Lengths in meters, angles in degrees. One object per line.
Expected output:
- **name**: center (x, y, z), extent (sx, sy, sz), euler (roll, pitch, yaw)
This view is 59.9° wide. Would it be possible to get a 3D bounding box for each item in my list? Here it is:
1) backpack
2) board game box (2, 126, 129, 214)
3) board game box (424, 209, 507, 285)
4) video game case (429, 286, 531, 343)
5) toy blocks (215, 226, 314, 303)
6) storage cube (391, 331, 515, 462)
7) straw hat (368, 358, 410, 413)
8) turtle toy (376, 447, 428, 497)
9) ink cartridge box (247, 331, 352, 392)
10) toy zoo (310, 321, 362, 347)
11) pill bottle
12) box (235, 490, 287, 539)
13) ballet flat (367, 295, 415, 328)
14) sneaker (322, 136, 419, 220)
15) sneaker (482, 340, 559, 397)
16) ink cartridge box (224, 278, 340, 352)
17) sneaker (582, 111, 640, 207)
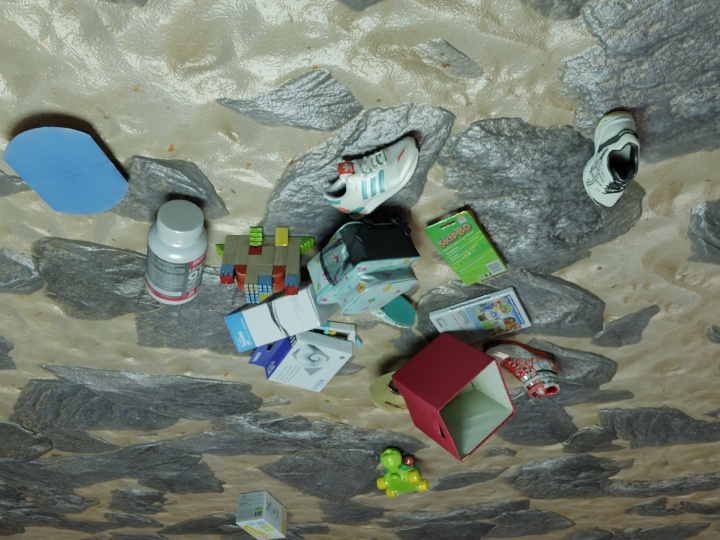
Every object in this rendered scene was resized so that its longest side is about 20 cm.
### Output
- **backpack**: center (0.000, 0.000, 1.184), extent (0.174, 0.155, 0.199), euler (-11, 169, -40)
- **board game box**: center (-0.499, -0.180, 1.077), extent (0.156, 0.039, 0.201), euler (-15, 142, 8)
- **board game box**: center (0.211, -0.047, 1.246), extent (0.095, 0.030, 0.200), euler (-23, 137, 23)
- **video game case**: center (0.276, 0.112, 1.436), extent (0.198, 0.018, 0.143), euler (-19, 135, 20)
- **toy blocks**: center (-0.192, 0.000, 1.209), extent (0.197, 0.138, 0.101), euler (1, 140, -1)
- **storage cube**: center (0.208, 0.276, 1.400), extent (0.199, 0.179, 0.172), euler (-37, 121, -19)
- **straw hat**: center (0.110, 0.270, 1.563), extent (0.198, 0.086, 0.202), euler (0, 138, 0)
- **turtle toy**: center (0.124, 0.632, 1.965), extent (0.144, 0.102, 0.201), euler (-17, 136, 18)
- **ink cartridge box**: center (-0.147, 0.212, 1.494), extent (0.198, 0.041, 0.200), euler (18, 136, -20)
- **toy zoo**: center (-0.092, 0.165, 1.488), extent (0.197, 0.021, 0.132), euler (9, 138, -11)
- **pill bottle**: center (-0.349, -0.036, 1.186), extent (0.109, 0.112, 0.201), euler (10, 138, -13)
- **box**: center (-0.352, 0.885, 2.248), extent (0.111, 0.102, 0.201), euler (-13, 138, 13)
- **ballet flat**: center (0.033, 0.065, 1.355), extent (0.199, 0.072, 0.072), euler (30, 131, -28)
- **sneaker**: center (0.014, -0.165, 1.072), extent (0.093, 0.071, 0.199), euler (22, 137, -32)
- **sneaker**: center (0.395, 0.243, 1.517), extent (0.199, 0.109, 0.067), euler (15, 137, -17)
- **ink cartridge box**: center (-0.155, 0.084, 1.289), extent (0.198, 0.145, 0.085), euler (-19, 97, 20)
- **sneaker**: center (0.429, -0.167, 1.065), extent (0.075, 0.088, 0.201), euler (-10, 140, 8)
